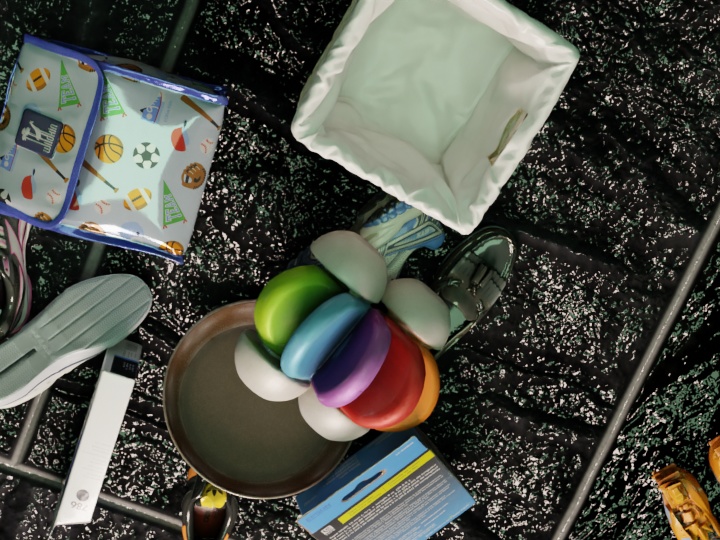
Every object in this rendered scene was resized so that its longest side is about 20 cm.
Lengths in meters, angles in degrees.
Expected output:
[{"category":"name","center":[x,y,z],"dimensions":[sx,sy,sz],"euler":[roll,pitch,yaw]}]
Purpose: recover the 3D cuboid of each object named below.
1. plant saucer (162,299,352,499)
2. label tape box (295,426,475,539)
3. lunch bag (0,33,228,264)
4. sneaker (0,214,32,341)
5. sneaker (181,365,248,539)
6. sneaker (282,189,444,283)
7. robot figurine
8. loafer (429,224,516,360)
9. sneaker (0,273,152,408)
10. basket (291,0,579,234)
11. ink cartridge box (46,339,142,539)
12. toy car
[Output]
[{"category":"plant saucer","center":[-0.100,0.129,1.429],"dimensions":[0.198,0.032,0.202],"euler":[4,73,-12]},{"category":"label tape box","center":[0.016,0.219,1.431],"dimensions":[0.144,0.063,0.200],"euler":[-36,145,1]},{"category":"lunch bag","center":[-0.239,-0.115,1.335],"dimensions":[0.198,0.124,0.171],"euler":[16,98,-10]},{"category":"sneaker","center":[-0.355,-0.023,1.378],"dimensions":[0.080,0.086,0.202],"euler":[-8,108,-2]},{"category":"sneaker","center":[-0.143,0.201,1.460],"dimensions":[0.069,0.090,0.202],"euler":[9,106,-7]},{"category":"sneaker","center":[0.000,0.000,1.418],"dimensions":[0.199,0.077,0.085],"euler":[-36,110,8]},{"category":"robot figurine","center":[0.403,0.278,1.539],"dimensions":[0.144,0.058,0.201],"euler":[-32,106,7]},{"category":"loafer","center":[0.091,0.044,1.443],"dimensions":[0.072,0.063,0.200],"euler":[37,101,-14]},{"category":"sneaker","center":[-0.299,0.068,1.418],"dimensions":[0.199,0.071,0.073],"euler":[-30,87,-18]},{"category":"basket","center":[0.060,-0.178,1.321],"dimensions":[0.199,0.161,0.199],"euler":[28,103,-13]},{"category":"ink cartridge box","center":[-0.268,0.176,1.439],"dimensions":[0.039,0.100,0.201],"euler":[18,106,-11]},{"category":"toy car","center":[-0.007,0.079,1.333],"dimensions":[0.200,0.150,0.175],"euler":[36,100,-29]}]
